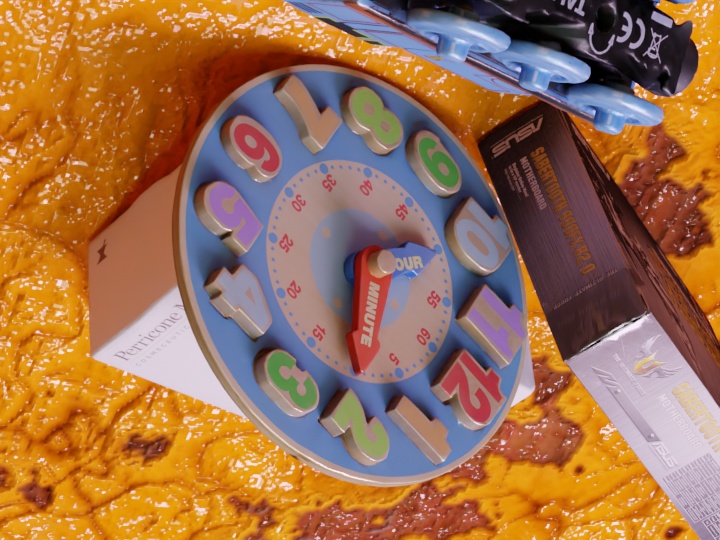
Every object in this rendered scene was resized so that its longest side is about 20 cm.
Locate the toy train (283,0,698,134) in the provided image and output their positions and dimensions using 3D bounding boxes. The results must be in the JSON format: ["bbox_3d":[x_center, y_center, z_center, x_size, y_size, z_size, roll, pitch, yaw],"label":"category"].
[{"bbox_3d":[0.063,-0.122,1.324,0.199,0.114,0.087,20,84,-43],"label":"toy train"}]

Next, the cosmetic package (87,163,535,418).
[{"bbox_3d":[-0.023,0.023,1.439,0.199,0.072,0.101,23,136,-33],"label":"cosmetic package"}]

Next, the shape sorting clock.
[{"bbox_3d":[0.000,0.000,1.364,0.199,0.201,0.039,24,150,-34],"label":"shape sorting clock"}]

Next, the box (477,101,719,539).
[{"bbox_3d":[0.138,0.034,1.458,0.048,0.159,0.200,-30,133,10],"label":"box"}]
